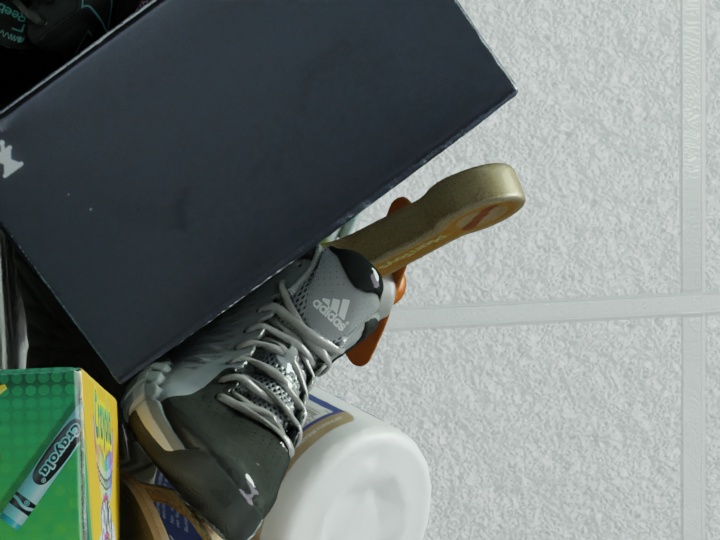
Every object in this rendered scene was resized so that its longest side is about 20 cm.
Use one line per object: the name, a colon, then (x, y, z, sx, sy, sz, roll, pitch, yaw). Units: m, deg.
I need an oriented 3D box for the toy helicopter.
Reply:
toy helicopter: (0.000, 0.000, 1.250, 0.132, 0.199, 0.079, 7, 61, -54)

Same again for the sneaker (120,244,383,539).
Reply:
sneaker: (-0.038, 0.037, 1.109, 0.075, 0.115, 0.200, 49, 4, -15)

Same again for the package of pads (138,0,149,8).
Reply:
package of pads: (-0.095, -0.132, 1.348, 0.121, 0.075, 0.200, -52, -143, 20)

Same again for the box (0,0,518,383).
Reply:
box: (-0.051, -0.062, 1.088, 0.118, 0.196, 0.200, 54, 0, -3)

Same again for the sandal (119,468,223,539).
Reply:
sandal: (-0.083, 0.116, 1.102, 0.211, 0.069, 0.078, -156, -112, -64)

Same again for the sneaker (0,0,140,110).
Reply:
sneaker: (-0.117, -0.131, 1.044, 0.079, 0.075, 0.200, -56, 173, -27)

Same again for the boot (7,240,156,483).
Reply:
boot: (-0.137, 0.018, 1.295, 0.200, 0.072, 0.183, -142, -131, -79)

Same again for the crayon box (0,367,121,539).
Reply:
crayon box: (-0.120, 0.101, 0.947, 0.200, 0.058, 0.120, 108, -20, -84)

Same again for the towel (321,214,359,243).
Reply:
towel: (-0.034, -0.120, 1.368, 0.171, 0.048, 0.201, 25, -82, 56)

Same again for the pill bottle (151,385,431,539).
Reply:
pill bottle: (-0.068, 0.098, 1.338, 0.199, 0.111, 0.112, 25, -52, 41)
